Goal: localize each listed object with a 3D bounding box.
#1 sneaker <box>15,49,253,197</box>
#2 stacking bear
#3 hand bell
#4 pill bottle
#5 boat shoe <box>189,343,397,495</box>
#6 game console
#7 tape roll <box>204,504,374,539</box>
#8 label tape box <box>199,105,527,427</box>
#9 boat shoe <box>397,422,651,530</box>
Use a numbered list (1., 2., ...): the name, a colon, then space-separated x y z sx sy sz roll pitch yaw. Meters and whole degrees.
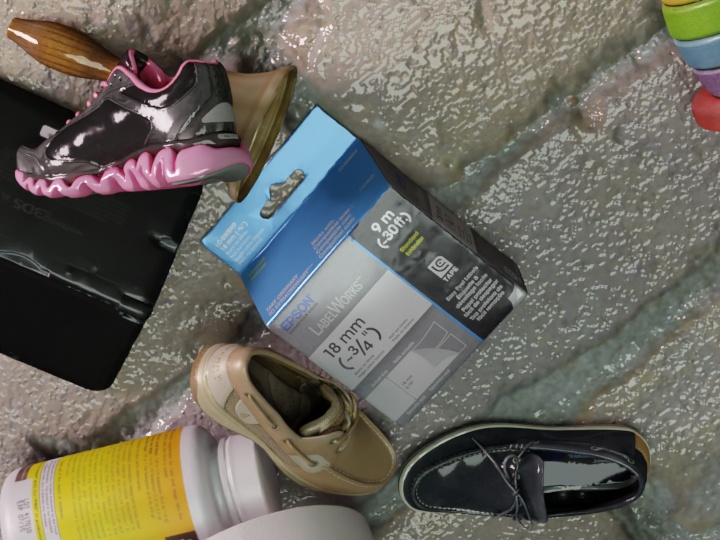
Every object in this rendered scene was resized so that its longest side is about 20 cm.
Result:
1. sneaker: -0.157 -0.099 1.153 0.199 0.079 0.096 -4 96 36
2. stacking bear: 0.247 -0.206 1.163 0.121 0.114 0.200 -26 105 9
3. hand bell: -0.155 -0.135 1.208 0.199 0.104 0.104 24 110 4
4. pill bottle: -0.165 0.183 1.309 0.199 0.109 0.110 -14 112 5
5. boat shoe: -0.036 0.114 1.273 0.064 0.071 0.200 -11 147 44
6. game console: -0.242 -0.027 1.273 0.199 0.116 0.176 24 80 -11
7. tape roll: -0.080 0.248 1.311 0.202 0.037 0.203 -20 150 -12
8. label tape box: 0.000 0.000 1.262 0.200 0.063 0.144 37 106 -15
9. boat shoe: 0.128 0.160 1.330 0.199 0.062 0.075 -5 114 3
